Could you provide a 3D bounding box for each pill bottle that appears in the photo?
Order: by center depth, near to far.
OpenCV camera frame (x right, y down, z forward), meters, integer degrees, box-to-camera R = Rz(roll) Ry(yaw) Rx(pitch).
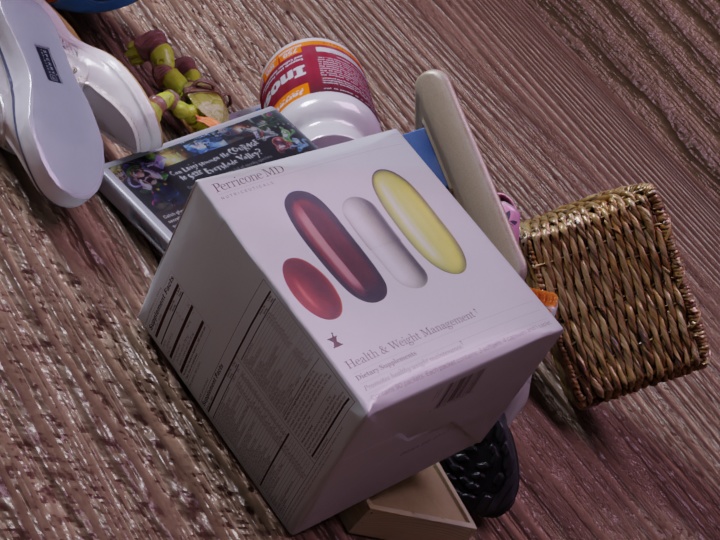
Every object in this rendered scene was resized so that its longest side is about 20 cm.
[{"bbox_3d":[-0.038,-0.139,1.399,0.113,0.113,0.200,32,22,-24],"label":"pill bottle"}]

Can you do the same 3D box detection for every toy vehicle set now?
[{"bbox_3d":[0.000,0.123,1.102,0.124,0.027,0.200,21,28,-44],"label":"toy vehicle set"}]

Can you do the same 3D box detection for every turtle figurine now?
[{"bbox_3d":[-0.161,-0.156,1.333,0.199,0.064,0.162,17,31,-48],"label":"turtle figurine"}]

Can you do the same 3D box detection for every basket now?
[{"bbox_3d":[0.254,0.024,1.477,0.143,0.148,0.201,-88,157,-87],"label":"basket"}]

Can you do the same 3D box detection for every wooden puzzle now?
[{"bbox_3d":[0.066,-0.032,1.125,0.200,0.046,0.186,97,-26,-69],"label":"wooden puzzle"}]

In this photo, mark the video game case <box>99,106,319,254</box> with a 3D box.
[{"bbox_3d":[-0.086,-0.051,1.176,0.200,0.023,0.182,-25,60,-41],"label":"video game case"}]

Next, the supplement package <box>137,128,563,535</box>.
[{"bbox_3d":[-0.010,0.035,0.998,0.191,0.147,0.200,-19,61,-40],"label":"supplement package"}]

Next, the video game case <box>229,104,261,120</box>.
[{"bbox_3d":[-0.062,-0.121,1.510,0.143,0.018,0.200,42,20,3],"label":"video game case"}]

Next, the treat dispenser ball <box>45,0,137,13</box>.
[{"bbox_3d":[-0.257,-0.344,1.346,0.200,0.201,0.201,35,21,-15],"label":"treat dispenser ball"}]

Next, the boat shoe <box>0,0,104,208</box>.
[{"bbox_3d":[-0.251,-0.121,1.098,0.073,0.065,0.201,18,42,-45],"label":"boat shoe"}]

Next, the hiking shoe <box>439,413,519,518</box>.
[{"bbox_3d":[0.085,0.114,1.200,0.101,0.076,0.201,30,32,-62],"label":"hiking shoe"}]

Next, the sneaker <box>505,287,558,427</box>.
[{"bbox_3d":[0.133,0.082,1.337,0.075,0.092,0.200,12,28,16],"label":"sneaker"}]

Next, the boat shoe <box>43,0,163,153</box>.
[{"bbox_3d":[-0.242,-0.150,1.178,0.069,0.071,0.200,-35,59,-29],"label":"boat shoe"}]

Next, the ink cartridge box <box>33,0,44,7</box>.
[{"bbox_3d":[-0.356,-0.283,1.138,0.199,0.083,0.146,20,-2,-43],"label":"ink cartridge box"}]

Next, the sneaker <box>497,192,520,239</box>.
[{"bbox_3d":[0.120,-0.036,1.368,0.070,0.082,0.200,31,7,-8],"label":"sneaker"}]
